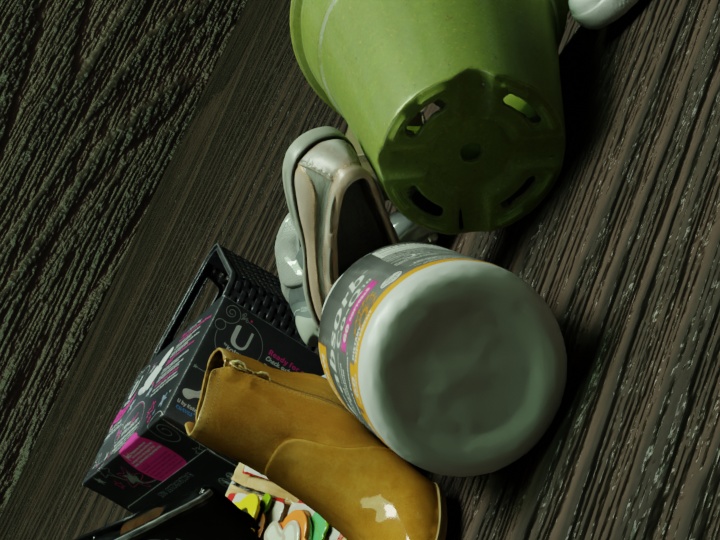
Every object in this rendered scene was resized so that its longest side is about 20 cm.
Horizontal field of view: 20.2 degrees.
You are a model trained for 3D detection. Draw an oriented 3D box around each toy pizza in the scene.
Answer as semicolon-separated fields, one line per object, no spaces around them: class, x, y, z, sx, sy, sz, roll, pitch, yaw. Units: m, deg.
toy pizza;-0.045;0.149;1.341;0.200;0.032;0.201;-39;33;31

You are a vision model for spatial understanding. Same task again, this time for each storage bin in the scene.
storage bin;-0.115;0.068;1.796;0.136;0.093;0.200;-61;11;4

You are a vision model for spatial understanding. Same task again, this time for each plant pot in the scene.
plant pot;0.059;-0.124;1.345;0.201;0.199;0.191;-55;26;28

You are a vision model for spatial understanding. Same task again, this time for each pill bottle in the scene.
pill bottle;0.038;0.044;1.153;0.117;0.116;0.200;-61;12;-1

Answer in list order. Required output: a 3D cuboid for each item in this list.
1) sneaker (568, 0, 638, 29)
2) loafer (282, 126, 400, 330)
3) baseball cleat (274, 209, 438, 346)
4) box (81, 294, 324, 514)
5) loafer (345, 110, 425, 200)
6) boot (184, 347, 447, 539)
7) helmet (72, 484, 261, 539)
sneaker;0.178;-0.248;1.296;0.200;0.088;0.076;-54;15;33
loafer;0.000;0.000;1.341;0.072;0.201;0.063;-31;39;-16
baseball cleat;-0.014;-0.016;1.535;0.069;0.107;0.200;-21;-18;-39
box;-0.107;0.124;1.543;0.200;0.132;0.115;-39;22;59
loafer;0.013;-0.089;1.531;0.200;0.075;0.068;-45;-53;-79
boot;-0.032;0.119;1.180;0.071;0.143;0.201;-64;18;18
helmet;-0.120;0.245;1.189;0.199;0.192;0.200;-24;0;0
